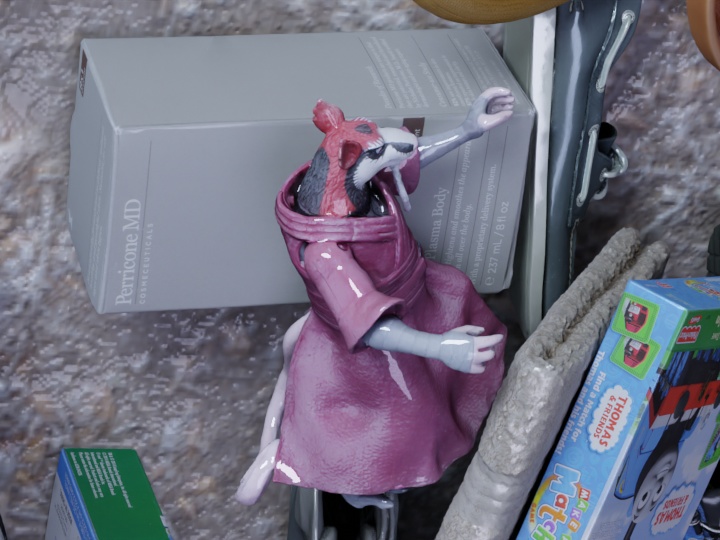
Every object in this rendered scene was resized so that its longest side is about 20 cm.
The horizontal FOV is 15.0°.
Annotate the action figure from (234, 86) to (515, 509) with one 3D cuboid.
[{"bbox_3d":[0.000,0.000,1.206,0.149,0.134,0.200,-4,133,18],"label":"action figure"}]

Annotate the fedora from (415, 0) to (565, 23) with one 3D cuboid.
[{"bbox_3d":[0.074,-0.205,1.171,0.201,0.082,0.201,-28,141,-25],"label":"fedora"}]

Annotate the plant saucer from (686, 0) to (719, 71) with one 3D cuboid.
[{"bbox_3d":[0.221,-0.175,1.254,0.200,0.032,0.200,-30,142,-28],"label":"plant saucer"}]

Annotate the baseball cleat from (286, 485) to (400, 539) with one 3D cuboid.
[{"bbox_3d":[-0.010,0.156,1.381,0.070,0.106,0.200,-7,119,2],"label":"baseball cleat"}]

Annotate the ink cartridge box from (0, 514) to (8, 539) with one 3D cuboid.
[{"bbox_3d":[-0.216,0.087,1.245,0.084,0.145,0.200,-17,125,-7],"label":"ink cartridge box"}]

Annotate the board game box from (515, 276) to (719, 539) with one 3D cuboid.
[{"bbox_3d":[0.125,0.100,1.280,0.151,0.037,0.200,-2,118,-64],"label":"board game box"}]

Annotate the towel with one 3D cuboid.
[{"bbox_3d":[0.087,0.063,1.276,0.034,0.200,0.133,26,115,11],"label":"towel"}]

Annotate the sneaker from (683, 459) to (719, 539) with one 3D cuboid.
[{"bbox_3d":[0.167,0.134,1.387,0.079,0.089,0.200,-29,100,-31],"label":"sneaker"}]

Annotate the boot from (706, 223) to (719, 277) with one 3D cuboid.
[{"bbox_3d":[0.244,0.046,1.424,0.131,0.068,0.200,-12,128,-22],"label":"boot"}]

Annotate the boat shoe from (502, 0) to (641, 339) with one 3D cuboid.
[{"bbox_3d":[0.102,-0.055,1.307,0.062,0.073,0.200,-5,117,-11],"label":"boat shoe"}]

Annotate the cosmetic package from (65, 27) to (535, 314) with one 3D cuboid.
[{"bbox_3d":[-0.031,-0.047,1.259,0.200,0.090,0.107,-6,126,-18],"label":"cosmetic package"}]

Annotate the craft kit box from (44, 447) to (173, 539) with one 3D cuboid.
[{"bbox_3d":[-0.121,0.222,1.328,0.048,0.200,0.198,4,120,-22],"label":"craft kit box"}]
